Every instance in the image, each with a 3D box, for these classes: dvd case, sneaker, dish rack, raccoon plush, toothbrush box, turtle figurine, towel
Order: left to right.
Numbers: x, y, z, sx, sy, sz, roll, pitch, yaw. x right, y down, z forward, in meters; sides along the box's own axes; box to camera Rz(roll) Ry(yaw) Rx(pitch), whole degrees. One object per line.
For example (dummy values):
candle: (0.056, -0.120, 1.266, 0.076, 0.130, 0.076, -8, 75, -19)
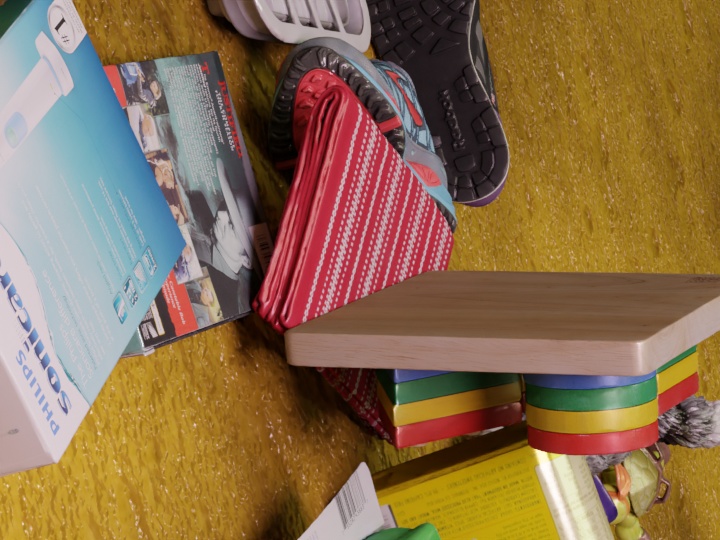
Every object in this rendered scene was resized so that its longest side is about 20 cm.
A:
toothbrush box: (-0.164, -0.017, 1.266, 0.200, 0.085, 0.146, -67, 137, -59)
dvd case: (-0.099, -0.038, 1.530, 0.200, 0.022, 0.146, -21, 95, -68)
dish rack: (-0.062, -0.220, 1.721, 0.172, 0.044, 0.200, -2, 77, -67)
sneaker: (-0.006, -0.089, 1.739, 0.200, 0.079, 0.096, 58, 20, -57)
towel: (0.000, 0.000, 1.658, 0.200, 0.022, 0.145, 50, 52, -59)
sneaker: (0.050, -0.137, 1.927, 0.088, 0.076, 0.200, 27, 53, -81)
raccoon plush: (0.158, 0.119, 1.861, 0.097, 0.200, 0.134, 122, -26, -54)
turtle figurine: (0.179, 0.128, 2.032, 0.200, 0.064, 0.161, 66, 23, -18)

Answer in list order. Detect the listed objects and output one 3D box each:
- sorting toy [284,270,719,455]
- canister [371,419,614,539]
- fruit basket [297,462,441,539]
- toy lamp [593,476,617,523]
sorting toy: (0.091, 0.051, 1.595, 0.199, 0.200, 0.070, -22, 111, -64)
canister: (0.085, 0.195, 1.641, 0.087, 0.148, 0.200, -55, 125, -81)
fruit basket: (-0.010, 0.224, 1.505, 0.200, 0.094, 0.185, -45, 117, -49)
toy lamp: (0.157, 0.217, 1.931, 0.058, 0.058, 0.200, -32, 108, -68)
